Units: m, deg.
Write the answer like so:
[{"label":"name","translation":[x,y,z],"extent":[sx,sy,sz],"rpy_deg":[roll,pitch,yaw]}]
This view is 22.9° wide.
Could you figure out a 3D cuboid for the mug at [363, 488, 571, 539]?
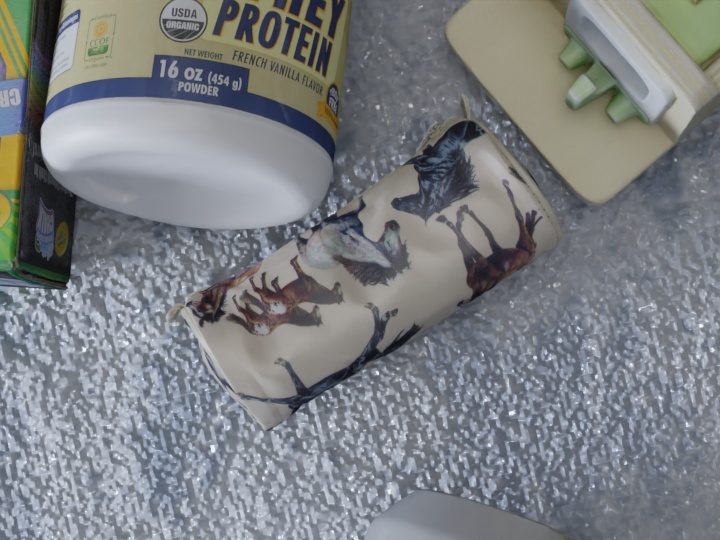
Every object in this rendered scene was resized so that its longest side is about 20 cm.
[{"label":"mug","translation":[0.053,0.199,0.884],"extent":[0.149,0.186,0.154],"rpy_deg":[9,76,36]}]

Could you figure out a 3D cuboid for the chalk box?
[{"label":"chalk box","translation":[-0.216,-0.052,0.906],"extent":[0.123,0.124,0.201],"rpy_deg":[4,85,4]}]

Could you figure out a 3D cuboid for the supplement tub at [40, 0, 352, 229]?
[{"label":"supplement tub","translation":[-0.076,-0.134,0.885],"extent":[0.144,0.144,0.201],"rpy_deg":[5,75,4]}]

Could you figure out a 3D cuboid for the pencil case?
[{"label":"pencil case","translation":[0.000,0.000,0.912],"extent":[0.200,0.078,0.090],"rpy_deg":[-33,72,0]}]

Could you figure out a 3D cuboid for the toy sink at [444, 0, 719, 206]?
[{"label":"toy sink","translation":[0.151,-0.146,0.878],"extent":[0.200,0.112,0.131],"rpy_deg":[-40,84,0]}]
